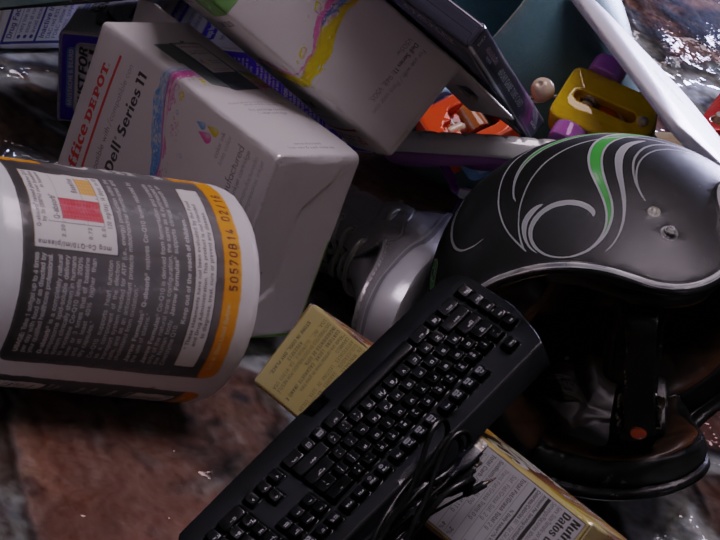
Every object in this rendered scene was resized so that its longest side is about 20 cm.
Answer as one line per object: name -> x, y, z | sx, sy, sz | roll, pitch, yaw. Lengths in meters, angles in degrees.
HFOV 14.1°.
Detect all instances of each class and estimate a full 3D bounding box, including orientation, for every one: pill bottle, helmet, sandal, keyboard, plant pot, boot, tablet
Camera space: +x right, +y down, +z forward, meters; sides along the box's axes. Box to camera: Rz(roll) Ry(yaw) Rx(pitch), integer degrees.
pill bottle -> -0.160, 0.003, 1.461 | 0.199, 0.117, 0.116 | 8, 27, -32
helmet -> 0.138, 0.016, 1.609 | 0.199, 0.201, 0.191 | 24, 32, 3
sandal -> 0.107, -0.050, 1.713 | 0.202, 0.050, 0.082 | 7, -3, 5
keyboard -> 0.009, 0.083, 1.379 | 0.104, 0.040, 0.200 | 35, 71, 31
plant pot -> 0.105, -0.123, 1.916 | 0.135, 0.200, 0.200 | 43, 17, -18
boot -> 0.000, 0.000, 1.686 | 0.095, 0.074, 0.200 | 19, 14, 8
tablet -> 0.195, -0.095, 1.770 | 0.130, 0.014, 0.200 | 42, 11, -32

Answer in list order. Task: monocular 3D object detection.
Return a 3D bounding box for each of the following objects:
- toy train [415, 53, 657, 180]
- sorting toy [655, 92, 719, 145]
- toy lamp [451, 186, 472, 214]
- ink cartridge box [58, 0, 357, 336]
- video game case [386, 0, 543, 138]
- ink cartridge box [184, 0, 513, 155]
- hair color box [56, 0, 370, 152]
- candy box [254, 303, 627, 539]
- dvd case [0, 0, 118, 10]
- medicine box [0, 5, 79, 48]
toy train -> 0.125, -0.050, 1.781 | 0.150, 0.056, 0.200 | -31, 65, -16
sorting toy -> 0.295, -0.056, 1.892 | 0.199, 0.070, 0.199 | 3, 29, -11
toy lamp -> 0.145, 0.011, 1.793 | 0.199, 0.058, 0.058 | 24, 23, 5
ink cartridge box -> -0.103, -0.062, 1.631 | 0.067, 0.117, 0.200 | -3, 32, -45
video game case -> 0.030, -0.144, 1.646 | 0.143, 0.019, 0.200 | 39, -2, 17
ink cartridge box -> -0.018, -0.128, 1.636 | 0.200, 0.067, 0.117 | 40, -3, -11
hair color box -> -0.081, -0.128, 1.819 | 0.199, 0.065, 0.109 | 8, 23, 4
candy box -> 0.051, 0.104, 1.454 | 0.200, 0.055, 0.115 | 37, 1, 32
dvd case -> -0.118, -0.176, 1.762 | 0.199, 0.022, 0.146 | -10, 7, -30
medicine box -> -0.212, -0.235, 1.949 | 0.182, 0.103, 0.200 | 38, 27, 32
